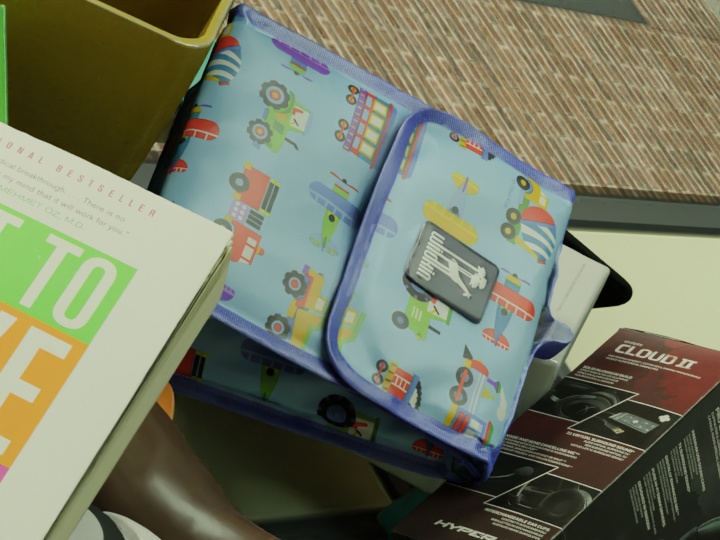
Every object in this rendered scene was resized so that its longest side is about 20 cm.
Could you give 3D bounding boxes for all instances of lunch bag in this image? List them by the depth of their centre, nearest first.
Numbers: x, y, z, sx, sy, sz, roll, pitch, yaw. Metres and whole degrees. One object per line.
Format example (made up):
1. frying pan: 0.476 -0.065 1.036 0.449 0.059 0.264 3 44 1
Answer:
1. lunch bag: 0.000 0.000 1.141 0.199 0.094 0.151 24 58 -9

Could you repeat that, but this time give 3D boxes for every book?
1. book: -0.147 0.041 0.860 0.133 0.048 0.200 27 56 5

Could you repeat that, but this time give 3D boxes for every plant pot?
1. plant pot: -0.167 -0.103 1.118 0.199 0.177 0.200 24 29 -3

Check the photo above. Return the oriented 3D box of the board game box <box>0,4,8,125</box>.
1. board game box: -0.228 -0.022 0.931 0.199 0.040 0.154 0 73 -12

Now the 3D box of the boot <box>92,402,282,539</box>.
1. boot: -0.011 0.111 0.981 0.064 0.199 0.187 -55 134 -32

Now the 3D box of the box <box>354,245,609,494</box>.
1. box: 0.004 0.014 1.255 0.199 0.098 0.124 28 27 6

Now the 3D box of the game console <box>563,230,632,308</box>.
1. game console: 0.035 -0.059 1.405 0.200 0.116 0.176 38 26 -37

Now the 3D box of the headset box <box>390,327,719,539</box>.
1. headset box: 0.115 0.133 1.176 0.200 0.077 0.150 -36 126 -37

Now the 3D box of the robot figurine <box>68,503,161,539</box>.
1. robot figurine: -0.147 0.131 0.917 0.199 0.124 0.151 22 71 -37

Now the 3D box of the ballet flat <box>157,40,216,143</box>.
1. ballet flat: -0.132 -0.103 1.266 0.199 0.070 0.069 30 22 21

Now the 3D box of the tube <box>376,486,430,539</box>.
1. tube: 0.082 0.190 1.248 0.077 0.050 0.201 -21 74 -51

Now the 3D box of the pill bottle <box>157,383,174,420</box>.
1. pill bottle: -0.173 0.030 1.038 0.199 0.106 0.107 32 31 -25
